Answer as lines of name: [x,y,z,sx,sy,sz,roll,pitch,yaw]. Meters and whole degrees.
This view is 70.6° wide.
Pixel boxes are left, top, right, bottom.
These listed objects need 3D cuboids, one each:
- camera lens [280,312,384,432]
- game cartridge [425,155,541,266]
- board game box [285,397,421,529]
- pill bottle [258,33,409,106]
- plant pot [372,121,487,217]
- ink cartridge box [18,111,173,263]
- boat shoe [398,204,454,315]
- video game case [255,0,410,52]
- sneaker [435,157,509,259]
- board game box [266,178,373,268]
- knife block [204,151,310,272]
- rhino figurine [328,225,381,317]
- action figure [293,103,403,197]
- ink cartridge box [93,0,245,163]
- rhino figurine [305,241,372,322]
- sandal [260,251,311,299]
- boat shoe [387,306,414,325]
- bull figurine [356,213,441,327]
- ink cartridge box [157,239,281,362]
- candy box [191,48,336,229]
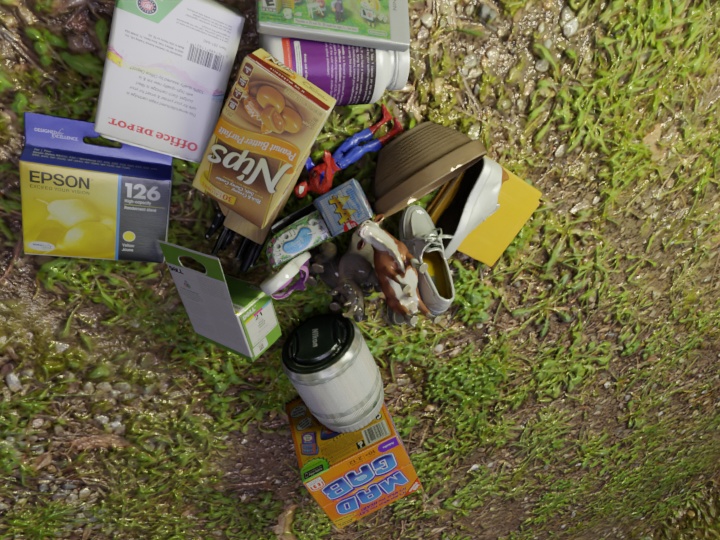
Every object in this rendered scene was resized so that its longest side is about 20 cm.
camera lens: [-0.050,0.196,0.984,0.159,0.160,0.201,-25,126,-2]
game cartridge: [0.229,-0.114,0.966,0.199,0.033,0.177,22,112,-32]
board game box: [-0.017,0.373,1.084,0.199,0.200,0.201,-26,127,-2]
pill bottle: [-0.037,-0.288,0.709,0.198,0.113,0.113,-7,123,-14]
plant pot: [0.093,-0.171,0.813,0.200,0.201,0.093,-30,90,2]
ink cartridge box: [-0.383,-0.110,0.748,0.196,0.047,0.201,5,122,-21]
boat shoe: [0.118,-0.033,0.853,0.074,0.204,0.086,1,156,-19]
video game case: [-0.034,-0.380,0.645,0.198,0.022,0.184,-1,85,-18]
sneaker: [0.198,-0.095,0.901,0.084,0.073,0.201,16,114,-27]
board game box: [-0.058,-0.077,0.770,0.199,0.200,0.062,-29,96,-8]
knife block: [-0.152,-0.086,0.794,0.198,0.064,0.177,-11,117,15]
rhino figurine: [0.000,0.000,0.865,0.060,0.201,0.087,-19,126,39]
action figure: [-0.038,-0.193,0.794,0.200,0.065,0.099,-40,143,8]
ink cartridge box: [-0.252,-0.264,0.669,0.144,0.084,0.201,12,116,-25]
rhino figurine: [-0.032,0.026,0.932,0.059,0.088,0.200,-17,132,27]
sandal: [-0.110,0.017,0.790,0.082,0.203,0.050,-36,94,8]
boat shoe: [0.109,0.036,1.000,0.066,0.057,0.201,12,117,-26]
bull figurine: [0.058,0.006,0.786,0.065,0.121,0.201,-33,132,-8]
ink cartridge box: [-0.224,0.033,0.824,0.076,0.147,0.201,-43,136,-40]
candy box: [-0.130,-0.166,0.669,0.115,0.055,0.200,32,123,-8]
